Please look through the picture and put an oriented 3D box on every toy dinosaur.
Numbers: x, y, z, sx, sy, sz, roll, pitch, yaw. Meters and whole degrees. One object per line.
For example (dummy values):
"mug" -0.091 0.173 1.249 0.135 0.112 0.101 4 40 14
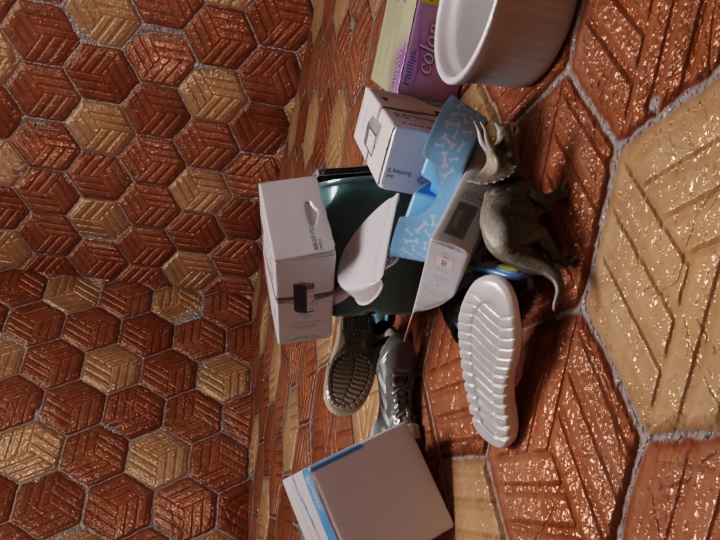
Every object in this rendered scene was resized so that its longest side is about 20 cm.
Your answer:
"toy dinosaur" 0.154 -0.045 0.707 0.077 0.102 0.201 123 152 -61

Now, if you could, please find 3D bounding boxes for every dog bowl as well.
"dog bowl" 0.093 -0.099 0.831 0.111 0.049 0.201 -44 -26 -66

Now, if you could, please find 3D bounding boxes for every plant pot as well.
"plant pot" 0.021 -0.030 1.087 0.200 0.199 0.197 168 102 -75

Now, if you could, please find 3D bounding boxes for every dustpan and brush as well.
"dustpan and brush" 0.000 0.000 0.950 0.200 0.057 0.140 -30 39 47

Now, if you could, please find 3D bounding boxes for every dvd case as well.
"dvd case" 0.013 -0.143 1.130 0.149 0.199 0.016 149 113 -73

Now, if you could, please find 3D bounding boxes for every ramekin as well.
"ramekin" 0.163 -0.305 0.810 0.200 0.097 0.202 -172 90 -76

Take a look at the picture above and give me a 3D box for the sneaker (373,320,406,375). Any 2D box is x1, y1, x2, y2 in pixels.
"sneaker" 0.030 0.128 1.216 0.200 0.075 0.088 4 80 67

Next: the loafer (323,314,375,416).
"loafer" -0.014 0.149 1.116 0.068 0.075 0.201 101 180 -45

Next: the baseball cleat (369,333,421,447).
"baseball cleat" 0.064 0.200 1.064 0.106 0.069 0.201 28 115 61

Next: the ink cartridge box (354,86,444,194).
"ink cartridge box" 0.082 -0.173 0.973 0.200 0.145 0.084 -109 31 -60

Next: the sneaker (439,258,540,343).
"sneaker" 0.147 0.036 0.797 0.200 0.070 0.083 131 127 -66

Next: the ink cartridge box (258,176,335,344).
"ink cartridge box" -0.090 -0.012 1.008 0.200 0.083 0.145 97 161 -52

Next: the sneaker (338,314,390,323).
"sneaker" -0.007 0.059 1.323 0.200 0.095 0.080 175 102 -76

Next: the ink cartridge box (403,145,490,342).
"ink cartridge box" 0.111 -0.021 0.829 0.201 0.057 0.163 93 -159 -51

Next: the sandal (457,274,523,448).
"sandal" 0.144 0.091 0.749 0.082 0.050 0.204 30 132 46

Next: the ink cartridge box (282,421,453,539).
"ink cartridge box" 0.001 0.314 0.967 0.147 0.146 0.200 64 157 12

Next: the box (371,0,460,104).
"box" 0.097 -0.363 1.113 0.200 0.096 0.177 -113 33 -66

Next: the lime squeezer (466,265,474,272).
"lime squeezer" 0.117 -0.030 0.986 0.200 0.038 0.071 -103 24 -56
